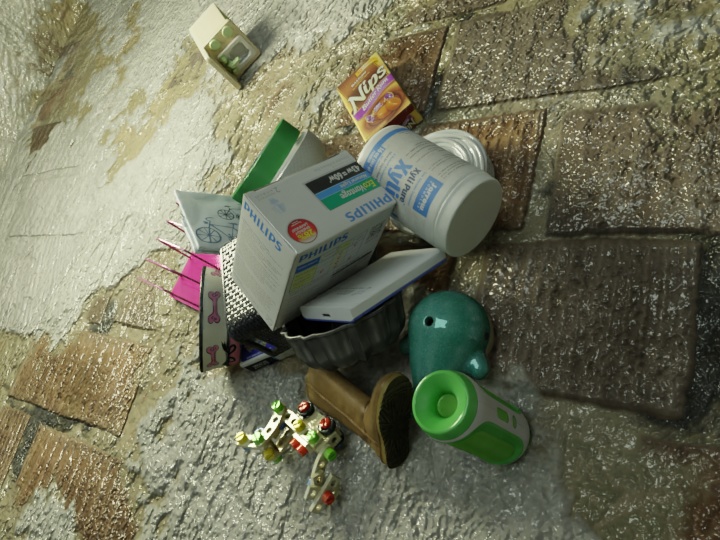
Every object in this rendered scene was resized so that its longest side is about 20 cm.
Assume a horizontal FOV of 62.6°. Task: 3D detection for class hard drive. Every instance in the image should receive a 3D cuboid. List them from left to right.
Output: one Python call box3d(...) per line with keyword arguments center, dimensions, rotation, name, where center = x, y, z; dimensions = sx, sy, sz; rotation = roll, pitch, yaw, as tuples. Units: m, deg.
box3d(center=(0.020, 0.020, 0.902), dimensions=(0.199, 0.026, 0.131), rotation=(-31, 16, -34), name="hard drive")

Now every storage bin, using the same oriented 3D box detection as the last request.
box3d(center=(-0.163, 0.032, 1.043), dimensions=(0.093, 0.135, 0.201), rotation=(-29, 53, 21), name="storage bin")

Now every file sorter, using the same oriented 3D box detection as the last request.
box3d(center=(-0.381, -0.035, 1.312), dimensions=(0.138, 0.125, 0.201), rotation=(17, 78, 41), name="file sorter")

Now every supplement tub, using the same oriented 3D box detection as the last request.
box3d(center=(0.099, -0.124, 0.899), dimensions=(0.200, 0.132, 0.132), rotation=(37, 92, 34), name="supplement tub")

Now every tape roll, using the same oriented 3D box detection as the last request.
box3d(center=(-0.202, -0.227, 1.264), dimensions=(0.201, 0.048, 0.201), rotation=(-51, 16, 22), name="tape roll")

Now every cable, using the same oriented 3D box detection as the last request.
box3d(center=(0.132, -0.145, 1.016), dimensions=(0.199, 0.069, 0.202), rotation=(-24, 55, 25), name="cable")

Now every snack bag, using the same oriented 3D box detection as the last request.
box3d(center=(-0.284, -0.099, 1.231), dimensions=(0.201, 0.187, 0.021), rotation=(56, 130, 35), name="snack bag")

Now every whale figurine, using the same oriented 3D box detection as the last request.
box3d(center=(0.111, 0.124, 0.864), dimensions=(0.158, 0.104, 0.201), rotation=(15, 77, 41), name="whale figurine")

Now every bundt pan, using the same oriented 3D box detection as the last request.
box3d(center=(-0.018, 0.088, 0.913), dimensions=(0.200, 0.076, 0.202), rotation=(-20, 13, 5), name="bundt pan")

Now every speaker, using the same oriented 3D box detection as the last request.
box3d(center=(0.144, 0.188, 0.740), dimensions=(0.088, 0.200, 0.089), rotation=(-17, 57, 29), name="speaker")

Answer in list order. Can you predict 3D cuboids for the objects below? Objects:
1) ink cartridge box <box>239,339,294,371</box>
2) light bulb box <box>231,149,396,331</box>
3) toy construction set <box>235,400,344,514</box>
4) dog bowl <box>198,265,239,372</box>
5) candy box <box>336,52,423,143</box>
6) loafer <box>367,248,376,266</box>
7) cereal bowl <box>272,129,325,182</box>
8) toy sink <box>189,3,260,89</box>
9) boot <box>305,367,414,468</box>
box3d(center=(-0.148, 0.068, 1.137), dimensions=(0.197, 0.047, 0.202), rotation=(-25, 52, 27), name="ink cartridge box")
box3d(center=(-0.077, -0.045, 0.900), dimensions=(0.125, 0.198, 0.201), rotation=(47, 144, 17), name="light bulb box")
box3d(center=(-0.100, 0.285, 0.950), dimensions=(0.199, 0.092, 0.131), rotation=(32, 65, 36), name="toy construction set")
box3d(center=(-0.266, 0.093, 1.130), dimensions=(0.073, 0.201, 0.202), rotation=(0, 57, -12), name="dog bowl")
box3d(center=(0.035, -0.341, 1.203), dimensions=(0.116, 0.056, 0.201), rotation=(-38, 48, 16), name="candy box")
box3d(center=(0.000, 0.000, 1.058), dimensions=(0.071, 0.063, 0.202), rotation=(7, 73, 7), name="loafer")
box3d(center=(-0.132, -0.180, 1.203), dimensions=(0.200, 0.083, 0.201), rotation=(-49, 18, 22), name="cereal bowl")
box3d(center=(-0.358, -0.606, 1.594), dimensions=(0.112, 0.130, 0.201), rotation=(-42, 48, 11), name="toy sink")
box3d(center=(-0.013, 0.187, 0.902), dimensions=(0.199, 0.066, 0.177), rotation=(31, 130, 42), name="boot")
